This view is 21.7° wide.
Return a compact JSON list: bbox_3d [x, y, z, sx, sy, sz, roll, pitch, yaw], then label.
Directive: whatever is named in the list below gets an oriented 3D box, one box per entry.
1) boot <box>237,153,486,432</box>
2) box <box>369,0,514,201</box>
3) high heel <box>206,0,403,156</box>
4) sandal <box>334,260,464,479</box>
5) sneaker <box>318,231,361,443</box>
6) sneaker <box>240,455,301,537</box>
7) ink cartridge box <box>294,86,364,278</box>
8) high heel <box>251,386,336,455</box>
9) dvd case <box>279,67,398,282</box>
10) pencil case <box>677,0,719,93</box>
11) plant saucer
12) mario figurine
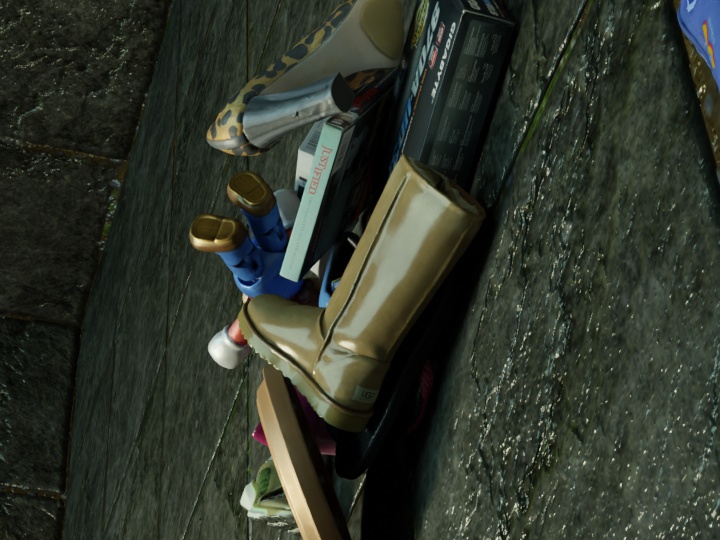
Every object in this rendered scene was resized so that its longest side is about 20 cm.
[{"bbox_3d":[0.000,0.000,1.468,0.175,0.066,0.201,41,112,39],"label":"boot"},{"bbox_3d":[0.062,-0.136,1.521,0.159,0.046,0.202,-106,30,-64],"label":"box"},{"bbox_3d":[-0.045,-0.168,1.558,0.142,0.072,0.200,-17,25,32],"label":"high heel"},{"bbox_3d":[0.039,0.084,1.476,0.201,0.045,0.075,-61,25,13],"label":"sandal"},{"bbox_3d":[-0.010,0.056,1.577,0.079,0.065,0.201,70,-164,-48],"label":"sneaker"},{"bbox_3d":[-0.062,0.195,1.739,0.200,0.076,0.089,-169,99,-74],"label":"sneaker"},{"bbox_3d":[-0.028,-0.077,1.708,0.201,0.039,0.100,98,-163,-54],"label":"ink cartridge box"},{"bbox_3d":[-0.053,0.087,1.712,0.201,0.095,0.068,-97,23,-52],"label":"high heel"},{"bbox_3d":[-0.009,-0.091,1.607,0.200,0.022,0.147,-52,-18,-61],"label":"dvd case"},{"bbox_3d":[0.197,-0.090,0.855,0.201,0.086,0.078,-95,-12,-51],"label":"pencil case"},{"bbox_3d":[-0.043,0.173,1.525,0.200,0.032,0.202,-21,-90,-90],"label":"plant saucer"},{"bbox_3d":[-0.093,0.005,1.645,0.201,0.122,0.106,66,-177,-46],"label":"mario figurine"}]
